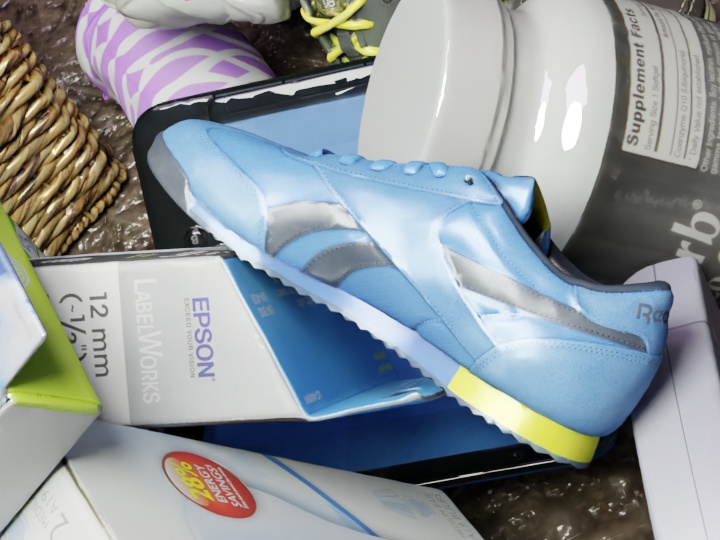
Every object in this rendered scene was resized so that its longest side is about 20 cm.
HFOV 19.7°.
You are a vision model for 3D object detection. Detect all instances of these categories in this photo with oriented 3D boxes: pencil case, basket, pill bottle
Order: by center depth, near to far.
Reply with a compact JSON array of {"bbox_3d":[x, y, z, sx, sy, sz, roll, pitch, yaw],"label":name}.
[{"bbox_3d":[0.107,-0.045,0.803,0.116,0.199,0.117,-169,90,-73],"label":"pill bottle"},{"bbox_3d":[-0.080,-0.074,1.030,0.086,0.084,0.200,-63,38,24],"label":"pencil case"},{"bbox_3d":[-0.248,-0.043,1.054,0.142,0.149,0.200,27,72,41],"label":"basket"}]

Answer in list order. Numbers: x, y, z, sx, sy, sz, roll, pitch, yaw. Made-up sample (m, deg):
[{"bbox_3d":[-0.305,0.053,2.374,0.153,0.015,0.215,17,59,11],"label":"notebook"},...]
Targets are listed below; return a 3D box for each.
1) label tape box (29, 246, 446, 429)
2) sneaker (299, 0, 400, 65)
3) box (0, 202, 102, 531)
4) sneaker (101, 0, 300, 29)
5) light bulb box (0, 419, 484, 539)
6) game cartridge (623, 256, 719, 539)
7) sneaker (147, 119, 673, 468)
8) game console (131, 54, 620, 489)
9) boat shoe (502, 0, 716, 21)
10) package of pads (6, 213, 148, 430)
[{"bbox_3d":[-0.060,0.022,0.786,0.199,0.143,0.067,-5,91,15],"label":"label tape box"},{"bbox_3d":[0.004,-0.107,0.951,0.074,0.084,0.201,-5,90,41],"label":"sneaker"},{"bbox_3d":[-0.166,0.051,0.698,0.200,0.048,0.122,-48,54,23],"label":"box"},{"bbox_3d":[-0.080,-0.155,0.999,0.099,0.078,0.200,-8,9,3],"label":"sneaker"},{"bbox_3d":[-0.023,0.165,0.701,0.125,0.199,0.198,-58,45,16],"label":"light bulb box"},{"bbox_3d":[0.132,0.100,0.729,0.041,0.133,0.201,-21,47,17],"label":"game cartridge"},{"bbox_3d":[0.018,-0.014,0.723,0.199,0.066,0.079,32,102,20],"label":"sneaker"},{"bbox_3d":[0.000,0.000,0.874,0.199,0.172,0.118,-11,7,10],"label":"game console"},{"bbox_3d":[0.070,-0.127,0.991,0.199,0.065,0.074,4,56,32],"label":"boat shoe"},{"bbox_3d":[-0.214,0.058,0.951,0.199,0.155,0.068,-21,48,16],"label":"package of pads"}]
